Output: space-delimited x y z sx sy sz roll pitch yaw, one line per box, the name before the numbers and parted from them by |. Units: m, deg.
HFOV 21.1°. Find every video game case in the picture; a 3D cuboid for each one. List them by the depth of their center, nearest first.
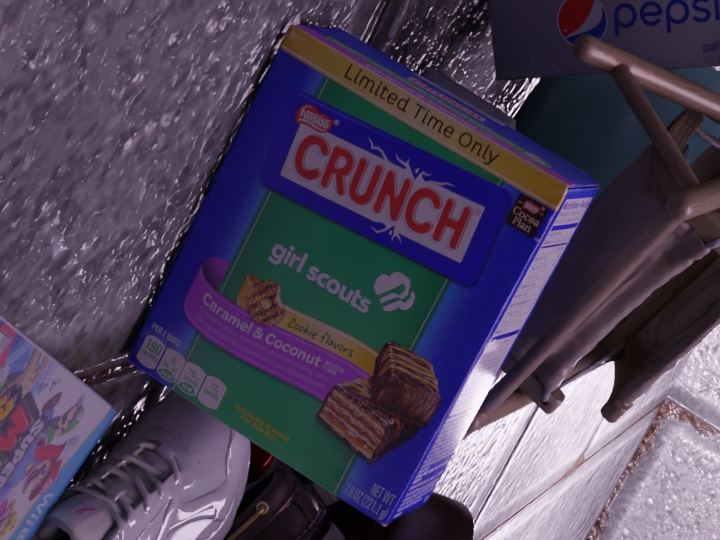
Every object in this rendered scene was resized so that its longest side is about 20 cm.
video game case | -0.186 0.099 0.908 0.144 0.018 0.200 -56 164 -9

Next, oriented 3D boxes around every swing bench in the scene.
swing bench | 0.156 -0.014 1.108 0.199 0.130 0.199 4 140 -42

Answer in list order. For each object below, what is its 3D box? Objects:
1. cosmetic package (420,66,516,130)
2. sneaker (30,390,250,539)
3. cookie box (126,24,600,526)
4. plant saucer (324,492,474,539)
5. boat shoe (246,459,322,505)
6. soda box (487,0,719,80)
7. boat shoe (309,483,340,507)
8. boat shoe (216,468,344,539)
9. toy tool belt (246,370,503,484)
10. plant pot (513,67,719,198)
cosmetic package | 0.049 -0.034 1.259 0.102 0.071 0.200 -53 163 -14
sneaker | -0.130 0.136 1.043 0.201 0.078 0.100 -55 161 -15
cookie box | 0.000 0.000 1.007 0.201 0.170 0.075 -62 166 13
plant saucer | -0.025 0.188 1.124 0.200 0.037 0.201 -34 -166 10
boat shoe | -0.077 0.183 1.320 0.200 0.072 0.062 -39 172 -26
soda box | 0.180 -0.159 1.189 0.063 0.198 0.069 -26 111 -60
boat shoe | 0.013 0.147 1.269 0.065 0.201 0.072 -30 156 15
boat shoe | -0.102 0.177 1.137 0.199 0.060 0.072 -29 -168 29
toy tool belt | -0.011 0.080 1.195 0.199 0.126 0.123 -27 172 -13
plant pot | 0.194 -0.074 1.415 0.201 0.199 0.162 54 58 -72
